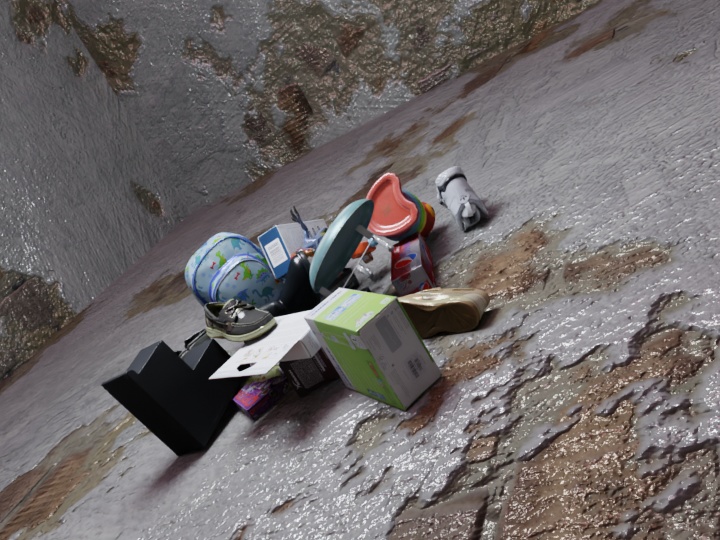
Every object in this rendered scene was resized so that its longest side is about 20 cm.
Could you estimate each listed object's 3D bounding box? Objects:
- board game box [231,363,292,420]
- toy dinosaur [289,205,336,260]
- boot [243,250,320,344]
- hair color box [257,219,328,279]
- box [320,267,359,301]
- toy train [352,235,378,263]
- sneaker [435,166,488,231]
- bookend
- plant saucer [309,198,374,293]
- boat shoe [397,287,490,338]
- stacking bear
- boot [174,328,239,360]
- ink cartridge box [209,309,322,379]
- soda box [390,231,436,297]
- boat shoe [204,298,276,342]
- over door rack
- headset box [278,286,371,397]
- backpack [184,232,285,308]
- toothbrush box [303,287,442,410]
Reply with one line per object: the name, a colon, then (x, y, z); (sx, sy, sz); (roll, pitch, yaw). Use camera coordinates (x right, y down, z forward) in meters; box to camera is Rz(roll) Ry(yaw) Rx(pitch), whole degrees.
board game box: (-0.194, 0.216, 1.504); (0.120, 0.033, 0.199); (-43, 20, -17)
toy dinosaur: (-0.075, -0.048, 1.649); (0.104, 0.202, 0.182); (15, 48, 37)
boot: (-0.164, 0.072, 1.538); (0.166, 0.203, 0.077); (-22, 45, -19)
hair color box: (-0.130, -0.049, 1.712); (0.060, 0.102, 0.199); (-28, -6, 28)
box: (-0.116, 0.069, 1.732); (0.199, 0.046, 0.158); (-40, 19, -23)
toy train: (-0.053, -0.003, 1.669); (0.198, 0.056, 0.150); (-30, -8, 28)
sneaker: (0.216, -0.137, 1.672); (0.074, 0.116, 0.200); (-29, -17, 4)
bookend: (-0.336, 0.195, 1.457); (0.091, 0.200, 0.200); (-23, 28, 39)
plant saucer: (-0.039, -0.050, 1.463); (0.202, 0.027, 0.201); (-55, -11, -16)
boat shoe: (0.123, 0.065, 1.300); (0.197, 0.072, 0.064); (-2, 28, 40)
stacking bear: (0.096, -0.115, 1.660); (0.113, 0.123, 0.199); (-39, -20, 20)
boot: (-0.287, 0.170, 1.609); (0.199, 0.132, 0.067); (-40, 19, -23)
ink cartridge box: (-0.146, 0.139, 1.345); (0.198, 0.044, 0.174); (-14, 26, 51)
soda box: (0.101, -0.005, 1.523); (0.069, 0.064, 0.201); (-28, 17, 13)
boat shoe: (-0.232, 0.086, 1.447); (0.071, 0.067, 0.199); (-34, 19, -36)
over door rack: (0.000, 0.000, 1.531); (0.149, 0.066, 0.200); (-59, -11, 3)
headset box: (-0.037, 0.120, 1.405); (0.198, 0.076, 0.149); (-29, 17, 13)
backpack: (-0.265, 0.025, 1.687); (0.183, 0.200, 0.147); (-47, 22, -9)
toothbrush box: (0.014, 0.115, 1.210); (0.086, 0.147, 0.199); (-38, 18, -21)
